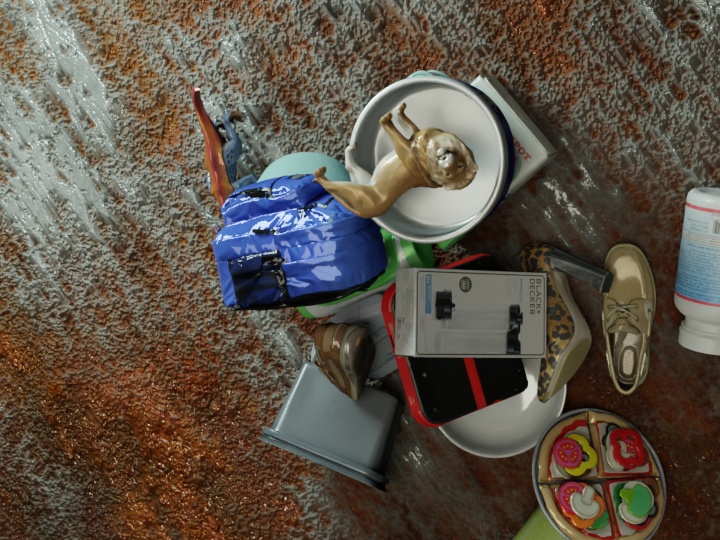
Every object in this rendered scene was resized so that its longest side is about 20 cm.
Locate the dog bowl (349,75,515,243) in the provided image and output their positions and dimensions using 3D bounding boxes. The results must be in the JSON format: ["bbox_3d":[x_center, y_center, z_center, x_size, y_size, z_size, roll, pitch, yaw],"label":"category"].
[{"bbox_3d":[0.089,-0.138,1.296,0.198,0.079,0.203,3,100,19],"label":"dog bowl"}]

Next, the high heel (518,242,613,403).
[{"bbox_3d":[0.249,0.068,1.439,0.142,0.071,0.202,27,96,37],"label":"high heel"}]

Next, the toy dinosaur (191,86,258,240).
[{"bbox_3d":[-0.216,-0.140,1.550,0.104,0.199,0.184,-10,65,36],"label":"toy dinosaur"}]

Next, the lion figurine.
[{"bbox_3d":[0.040,-0.114,1.247,0.199,0.072,0.123,-34,94,35],"label":"lion figurine"}]

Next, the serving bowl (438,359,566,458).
[{"bbox_3d":[0.189,0.159,1.483,0.197,0.066,0.203,0,91,0],"label":"serving bowl"}]

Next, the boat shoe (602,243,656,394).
[{"bbox_3d":[0.361,0.066,1.416,0.071,0.065,0.203,1,100,20],"label":"boat shoe"}]

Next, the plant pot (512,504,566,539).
[{"bbox_3d":[0.272,0.428,1.468,0.199,0.200,0.186,30,97,12],"label":"plant pot"}]

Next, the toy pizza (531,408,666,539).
[{"bbox_3d":[0.328,0.282,1.417,0.200,0.200,0.032,44,152,7],"label":"toy pizza"}]

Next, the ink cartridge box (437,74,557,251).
[{"bbox_3d":[0.150,-0.149,1.442,0.200,0.083,0.147,-41,84,23],"label":"ink cartridge box"}]

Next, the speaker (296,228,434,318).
[{"bbox_3d":[0.000,0.000,1.457,0.198,0.088,0.089,-22,93,23],"label":"speaker"}]

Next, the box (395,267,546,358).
[{"bbox_3d":[0.146,0.056,1.372,0.198,0.060,0.118,4,86,-23],"label":"box"}]

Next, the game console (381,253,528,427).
[{"bbox_3d":[0.127,0.095,1.411,0.031,0.175,0.202,-7,101,66],"label":"game console"}]

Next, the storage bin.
[{"bbox_3d":[-0.029,0.231,1.567,0.198,0.146,0.136,21,80,16],"label":"storage bin"}]

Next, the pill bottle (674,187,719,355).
[{"bbox_3d":[0.462,0.000,1.343,0.107,0.109,0.203,8,103,18],"label":"pill bottle"}]

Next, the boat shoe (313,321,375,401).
[{"bbox_3d":[-0.025,0.119,1.438,0.071,0.201,0.076,17,64,12],"label":"boat shoe"}]

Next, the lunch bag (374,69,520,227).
[{"bbox_3d":[0.107,-0.154,1.371,0.160,0.077,0.200,-45,82,20],"label":"lunch bag"}]

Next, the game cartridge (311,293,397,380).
[{"bbox_3d":[0.018,0.096,1.488,0.200,0.132,0.041,-38,43,48],"label":"game cartridge"}]

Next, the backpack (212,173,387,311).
[{"bbox_3d":[-0.073,-0.037,1.344,0.198,0.163,0.170,-5,106,21],"label":"backpack"}]

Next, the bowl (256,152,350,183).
[{"bbox_3d":[-0.077,-0.091,1.500,0.198,0.106,0.202,0,138,0],"label":"bowl"}]
